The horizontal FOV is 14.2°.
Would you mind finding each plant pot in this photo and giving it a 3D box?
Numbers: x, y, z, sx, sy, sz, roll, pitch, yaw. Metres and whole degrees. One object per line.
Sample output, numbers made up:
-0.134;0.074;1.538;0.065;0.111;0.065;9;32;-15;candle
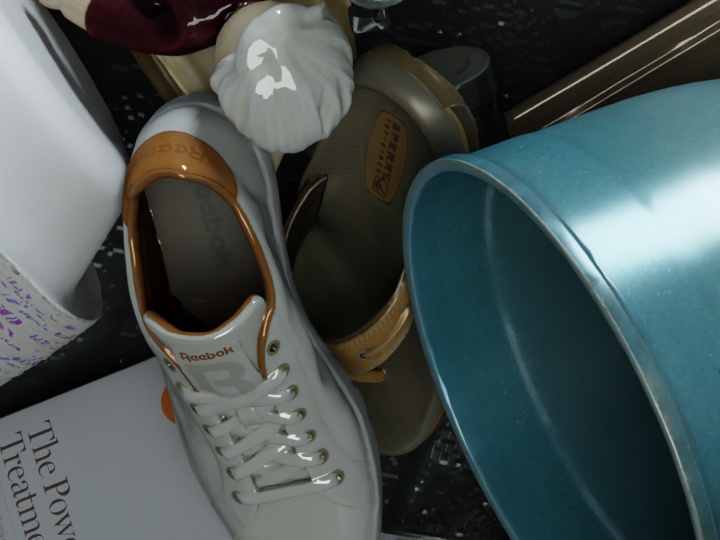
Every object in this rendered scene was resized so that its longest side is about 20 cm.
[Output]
0.144;0.015;1.042;0.187;0.200;0.201;-25;109;-18;plant pot

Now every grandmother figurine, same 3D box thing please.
-0.061;-0.125;1.067;0.121;0.200;0.061;-40;150;13;grandmother figurine

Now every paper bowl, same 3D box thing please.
-0.160;-0.059;1.066;0.104;0.201;0.201;-34;107;5;paper bowl

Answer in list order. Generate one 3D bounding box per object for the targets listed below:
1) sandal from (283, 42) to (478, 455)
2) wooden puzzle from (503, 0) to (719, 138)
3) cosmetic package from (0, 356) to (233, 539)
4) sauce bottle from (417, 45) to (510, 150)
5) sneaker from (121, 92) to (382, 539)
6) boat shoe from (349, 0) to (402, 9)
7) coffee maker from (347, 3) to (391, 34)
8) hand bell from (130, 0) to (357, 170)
0.000;0.000;1.116;0.080;0.054;0.201;29;140;20;sandal
0.172;-0.032;1.194;0.199;0.037;0.185;-29;108;9;wooden puzzle
-0.070;0.134;1.150;0.150;0.201;0.052;-21;153;0;cosmetic package
0.058;0.006;1.164;0.064;0.065;0.201;-16;118;0;sauce bottle
-0.048;0.041;1.062;0.072;0.085;0.201;-15;107;15;sneaker
0.059;-0.169;0.981;0.199;0.068;0.074;-41;110;8;boat shoe
0.080;-0.203;1.080;0.199;0.135;0.193;-6;110;-5;coffee maker
0.010;-0.120;1.133;0.200;0.104;0.104;-35;108;-5;hand bell
